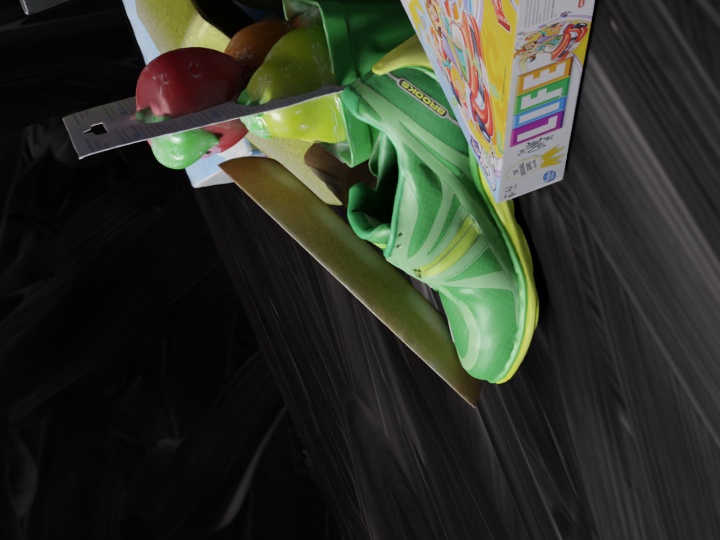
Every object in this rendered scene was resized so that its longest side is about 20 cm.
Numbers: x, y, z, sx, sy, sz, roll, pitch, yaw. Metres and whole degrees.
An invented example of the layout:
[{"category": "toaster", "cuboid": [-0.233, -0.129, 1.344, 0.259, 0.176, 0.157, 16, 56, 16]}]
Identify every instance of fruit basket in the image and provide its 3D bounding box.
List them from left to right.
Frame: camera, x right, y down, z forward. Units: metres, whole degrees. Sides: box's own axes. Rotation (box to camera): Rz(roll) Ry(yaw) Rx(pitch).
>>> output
[{"category": "fruit basket", "cuboid": [-0.059, -0.090, 1.044, 0.185, 0.200, 0.094, -139, 30, -74]}]

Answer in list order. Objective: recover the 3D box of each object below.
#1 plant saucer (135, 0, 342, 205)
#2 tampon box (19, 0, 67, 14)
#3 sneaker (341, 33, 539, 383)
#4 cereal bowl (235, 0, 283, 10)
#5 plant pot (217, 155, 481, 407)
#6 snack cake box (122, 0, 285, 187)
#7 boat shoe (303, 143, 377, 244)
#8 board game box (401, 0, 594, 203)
[{"category": "plant saucer", "cuboid": [-0.072, -0.126, 1.282, 0.200, 0.048, 0.200, 39, -171, -30]}, {"category": "tampon box", "cuboid": [-0.119, -0.252, 1.027, 0.150, 0.200, 0.126, -118, 10, -49]}, {"category": "sneaker", "cuboid": [0.036, -0.027, 0.977, 0.074, 0.083, 0.200, -123, 13, -58]}, {"category": "cereal bowl", "cuboid": [-0.094, -0.264, 1.289, 0.200, 0.083, 0.200, 160, 90, -82]}, {"category": "plant pot", "cuboid": [0.000, 0.000, 1.090, 0.200, 0.027, 0.200, 43, 180, 0]}, {"category": "snack cake box", "cuboid": [-0.100, -0.169, 1.431, 0.115, 0.067, 0.200, -12, -103, -52]}, {"category": "boat shoe", "cuboid": [0.024, -0.044, 1.115, 0.065, 0.072, 0.200, 51, 174, -22]}, {"category": "board game box", "cuboid": [0.049, -0.129, 0.788, 0.200, 0.034, 0.135, 86, 162, -67]}]
